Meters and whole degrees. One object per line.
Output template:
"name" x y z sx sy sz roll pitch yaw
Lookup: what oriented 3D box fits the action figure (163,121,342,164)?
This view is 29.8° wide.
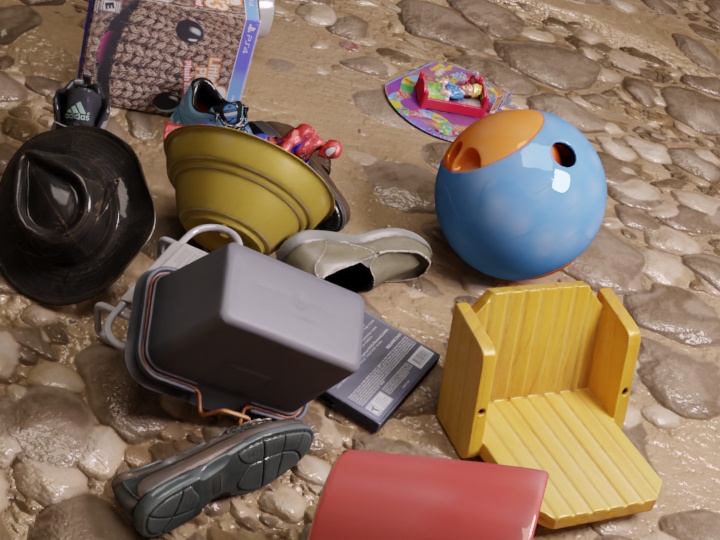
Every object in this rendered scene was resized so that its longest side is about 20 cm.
"action figure" -0.119 -0.117 1.522 0.200 0.065 0.099 -2 65 -2

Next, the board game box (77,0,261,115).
"board game box" -0.237 -0.282 1.664 0.200 0.160 0.097 7 40 -15

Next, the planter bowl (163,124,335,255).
"planter bowl" -0.135 -0.068 1.464 0.200 0.200 0.084 21 67 1

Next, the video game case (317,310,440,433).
"video game case" -0.032 0.078 1.430 0.200 0.019 0.143 30 39 14

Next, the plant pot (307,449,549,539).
"plant pot" 0.052 0.241 1.143 0.177 0.201 0.201 15 37 10

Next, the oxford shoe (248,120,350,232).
"oxford shoe" -0.060 -0.120 1.616 0.084 0.073 0.200 -10 47 -35

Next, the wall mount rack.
"wall mount rack" -0.161 0.046 1.355 0.173 0.075 0.200 24 46 16

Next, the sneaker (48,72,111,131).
"sneaker" -0.314 -0.143 1.475 0.078 0.140 0.200 7 39 -16

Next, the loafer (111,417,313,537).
"loafer" -0.133 0.172 1.234 0.200 0.072 0.063 -22 48 -38

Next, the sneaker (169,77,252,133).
"sneaker" -0.159 -0.153 1.597 0.078 0.090 0.200 -18 53 -38

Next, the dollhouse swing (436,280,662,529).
"dollhouse swing" 0.210 0.130 1.364 0.200 0.182 0.176 -4 23 -28

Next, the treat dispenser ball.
"treat dispenser ball" 0.186 -0.088 1.579 0.200 0.201 0.201 12 38 -10

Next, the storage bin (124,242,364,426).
"storage bin" -0.098 0.063 1.263 0.200 0.134 0.146 23 56 -30

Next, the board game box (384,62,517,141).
"board game box" 0.132 -0.250 1.882 0.158 0.039 0.200 37 40 21

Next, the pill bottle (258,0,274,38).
"pill bottle" -0.221 -0.354 1.796 0.200 0.113 0.113 -2 43 -26

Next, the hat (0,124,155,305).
"hat" -0.309 -0.070 1.366 0.200 0.081 0.201 -5 70 15

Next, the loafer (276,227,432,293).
"loafer" 0.000 0.000 1.496 0.200 0.075 0.070 -2 55 -35
